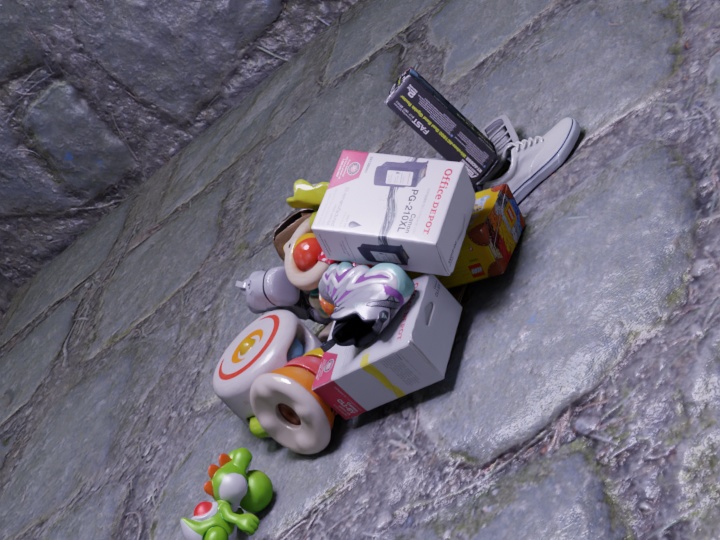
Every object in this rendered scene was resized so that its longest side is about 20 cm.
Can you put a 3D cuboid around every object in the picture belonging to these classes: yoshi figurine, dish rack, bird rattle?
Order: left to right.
[{"bbox_3d":[-0.184,0.364,1.557,0.110,0.113,0.203,7,61,22],"label":"yoshi figurine"},{"bbox_3d":[-0.055,-0.037,1.699,0.163,0.112,0.202,-46,48,24],"label":"bird rattle"},{"bbox_3d":[0.199,-0.173,1.866,0.199,0.044,0.172,-38,24,16],"label":"dish rack"}]

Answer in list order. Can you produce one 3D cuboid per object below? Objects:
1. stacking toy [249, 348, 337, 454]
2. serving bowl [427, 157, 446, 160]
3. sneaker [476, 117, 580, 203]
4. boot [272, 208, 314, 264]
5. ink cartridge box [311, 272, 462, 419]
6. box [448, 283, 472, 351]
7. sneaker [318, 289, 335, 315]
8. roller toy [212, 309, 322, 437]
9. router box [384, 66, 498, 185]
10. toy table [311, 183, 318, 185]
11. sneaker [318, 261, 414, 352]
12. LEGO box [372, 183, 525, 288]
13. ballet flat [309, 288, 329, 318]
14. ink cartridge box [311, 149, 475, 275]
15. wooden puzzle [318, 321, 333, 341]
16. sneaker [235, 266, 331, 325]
[{"bbox_3d":[-0.063,0.166,1.638,0.145,0.147,0.200,-18,22,46],"label":"stacking toy"},{"bbox_3d":[0.073,-0.128,1.754,0.198,0.067,0.200,-31,-4,-2],"label":"serving bowl"},{"bbox_3d":[0.270,-0.180,1.716,0.200,0.071,0.073,-46,22,-4],"label":"sneaker"},{"bbox_3d":[-0.061,-0.082,1.841,0.198,0.076,0.074,-32,24,5],"label":"boot"},{"bbox_3d":[0.039,0.110,1.538,0.198,0.083,0.146,-28,29,38],"label":"ink cartridge box"},{"bbox_3d":[0.075,0.102,1.628,0.198,0.021,0.165,-25,29,38],"label":"box"},{"bbox_3d":[0.000,0.000,1.734,0.076,0.074,0.200,-17,23,46],"label":"sneaker"},{"bbox_3d":[-0.148,0.163,1.753,0.183,0.140,0.200,-46,22,-7],"label":"roller toy"},{"bbox_3d":[0.131,-0.237,1.731,0.062,0.199,0.150,-47,8,15],"label":"router box"},{"bbox_3d":[-0.005,-0.112,1.956,0.202,0.182,0.117,-61,-6,36],"label":"toy table"},{"bbox_3d":[-0.023,0.060,1.518,0.199,0.078,0.141,-10,41,56],"label":"sneaker"},{"bbox_3d":[0.134,-0.041,1.631,0.197,0.078,0.149,-16,24,32],"label":"LEGO box"},{"bbox_3d":[-0.024,0.001,1.813,0.069,0.070,0.201,-17,31,48],"label":"ballet flat"},{"bbox_3d":[0.050,-0.084,1.534,0.196,0.085,0.147,8,60,24],"label":"ink cartridge box"},{"bbox_3d":[0.035,0.040,1.740,0.199,0.038,0.185,-17,23,51],"label":"wooden puzzle"},{"bbox_3d":[-0.119,0.044,1.830,0.114,0.198,0.077,-3,71,42],"label":"sneaker"}]
